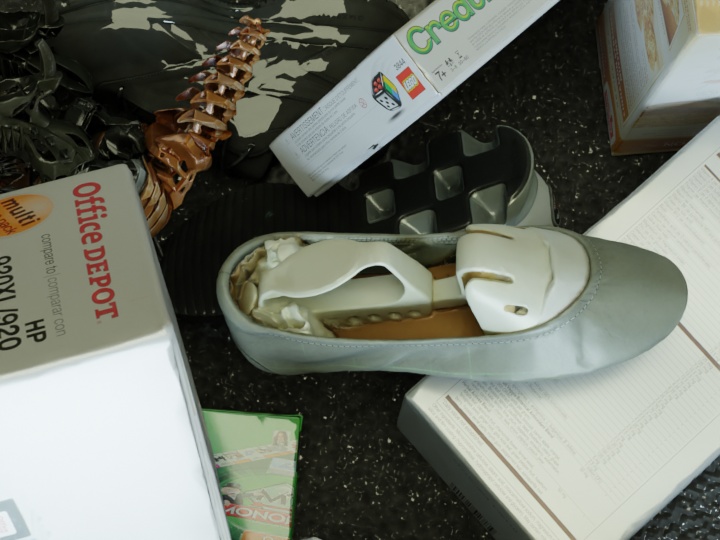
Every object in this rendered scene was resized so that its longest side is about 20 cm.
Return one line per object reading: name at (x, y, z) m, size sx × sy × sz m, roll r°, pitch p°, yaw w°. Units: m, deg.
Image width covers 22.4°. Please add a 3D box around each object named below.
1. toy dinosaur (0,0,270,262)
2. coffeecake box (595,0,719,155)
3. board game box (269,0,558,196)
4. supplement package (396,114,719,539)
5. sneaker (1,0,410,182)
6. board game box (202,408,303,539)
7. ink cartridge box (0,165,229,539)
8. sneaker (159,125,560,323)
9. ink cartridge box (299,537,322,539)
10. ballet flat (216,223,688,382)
toy dinosaur at (-0.129, -0.051, 0.835) m, size 0.200 × 0.102 × 0.136 m, roll -48°, pitch 121°, yaw -3°
coffeecake box at (0.199, -0.115, 0.821) m, size 0.152 × 0.200 × 0.074 m, roll -5°, pitch 80°, yaw -3°
board game box at (0.058, -0.118, 0.820) m, size 0.035 × 0.126 × 0.200 m, roll 50°, pitch 58°, yaw -4°
supplement package at (0.127, 0.040, 0.835) m, size 0.200 × 0.110 × 0.114 m, roll -40°, pitch 82°, yaw -8°
sneaker at (-0.074, -0.088, 0.873) m, size 0.199 × 0.076 × 0.091 m, roll 0°, pitch 83°, yaw -1°
board game box at (-0.130, 0.128, 0.851) m, size 0.199 × 0.029 × 0.136 m, roll 5°, pitch 78°, yaw -1°
ink cartridge box at (-0.165, 0.070, 0.739) m, size 0.199 × 0.147 × 0.145 m, roll -15°, pitch 121°, yaw -6°
sneaker at (0.000, 0.000, 0.860) m, size 0.199 × 0.089 × 0.074 m, roll -12°, pitch 53°, yaw 20°
ink cartridge box at (0.042, 0.189, 0.770) m, size 0.199 × 0.146 × 0.086 m, roll 22°, pitch 76°, yaw -8°
ballet flat at (0.034, 0.010, 0.758) m, size 0.199 × 0.064 × 0.068 m, roll -4°, pitch 57°, yaw 17°
